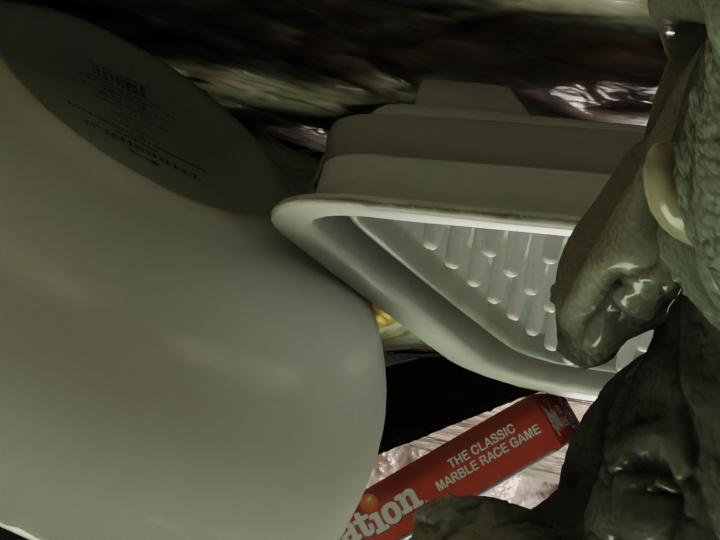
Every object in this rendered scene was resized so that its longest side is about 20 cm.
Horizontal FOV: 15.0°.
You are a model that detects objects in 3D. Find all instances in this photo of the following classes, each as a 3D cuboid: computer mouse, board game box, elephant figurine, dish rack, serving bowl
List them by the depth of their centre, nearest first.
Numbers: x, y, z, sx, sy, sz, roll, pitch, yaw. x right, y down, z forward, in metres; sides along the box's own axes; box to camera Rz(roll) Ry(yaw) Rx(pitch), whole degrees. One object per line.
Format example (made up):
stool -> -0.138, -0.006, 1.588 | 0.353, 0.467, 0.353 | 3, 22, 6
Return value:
elephant figurine -> 0.087, 0.000, 0.441 | 0.141, 0.201, 0.155 | -4, -150, -17
dish rack -> 0.095, 0.000, 0.631 | 0.199, 0.044, 0.172 | 6, 166, 25
serving bowl -> -0.070, -0.014, 0.659 | 0.199, 0.066, 0.200 | 32, -162, -11
board game box -> 0.018, 0.070, 0.832 | 0.103, 0.020, 0.200 | -32, 175, 4
computer mouse -> 0.026, 0.028, 0.899 | 0.199, 0.046, 0.140 | -20, 178, -9

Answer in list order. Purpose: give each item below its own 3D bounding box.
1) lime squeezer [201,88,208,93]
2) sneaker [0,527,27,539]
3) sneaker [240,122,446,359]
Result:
lime squeezer -> -0.101, -0.039, 0.867 | 0.070, 0.038, 0.200 | 15, 174, -13
sneaker -> -0.104, 0.048, 0.784 | 0.201, 0.083, 0.072 | 60, 161, -20
sneaker -> 0.000, 0.000, 0.815 | 0.087, 0.076, 0.200 | 15, 176, -32
